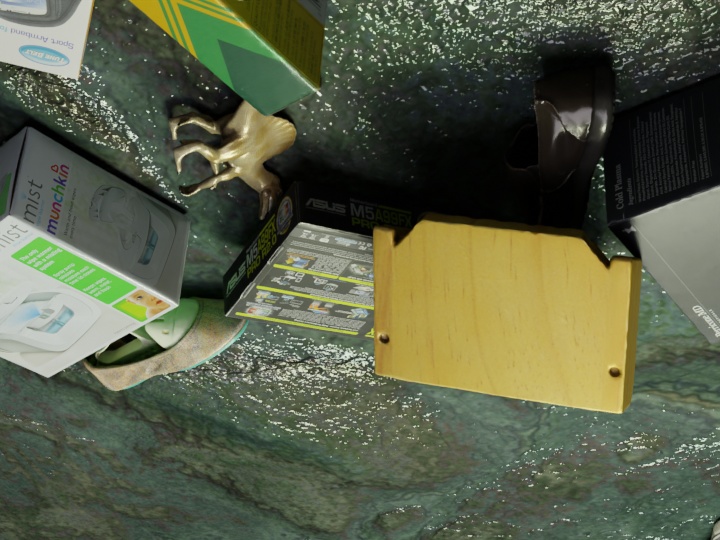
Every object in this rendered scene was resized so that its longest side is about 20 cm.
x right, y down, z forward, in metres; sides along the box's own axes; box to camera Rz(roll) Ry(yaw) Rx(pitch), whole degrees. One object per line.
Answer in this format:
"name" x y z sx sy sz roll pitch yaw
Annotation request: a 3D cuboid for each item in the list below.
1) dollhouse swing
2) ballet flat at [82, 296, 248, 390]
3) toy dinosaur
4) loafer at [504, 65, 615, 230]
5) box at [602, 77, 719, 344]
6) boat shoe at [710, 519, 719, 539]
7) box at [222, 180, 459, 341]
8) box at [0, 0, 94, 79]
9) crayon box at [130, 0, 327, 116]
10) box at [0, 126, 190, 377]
"dollhouse swing" 0.131 0.018 1.112 0.198 0.176 0.184 7 116 18
"ballet flat" -0.195 0.065 1.306 0.199 0.069 0.067 -26 129 33
"toy dinosaur" -0.099 -0.107 1.077 0.100 0.059 0.200 -10 154 -8
"loafer" 0.147 -0.084 1.069 0.071 0.073 0.201 9 137 1
"box" 0.312 -0.053 1.060 0.181 0.105 0.200 -20 139 29
"boat shoe" 0.455 0.373 1.665 0.074 0.094 0.201 5 145 -3
"box" 0.000 0.000 1.191 0.198 0.045 0.160 11 146 -25
"box" -0.241 -0.207 0.942 0.118 0.042 0.201 12 142 -12
"crayon box" -0.101 -0.206 0.857 0.050 0.128 0.200 -21 137 31
"box" -0.278 -0.011 1.178 0.199 0.098 0.176 -26 138 36
